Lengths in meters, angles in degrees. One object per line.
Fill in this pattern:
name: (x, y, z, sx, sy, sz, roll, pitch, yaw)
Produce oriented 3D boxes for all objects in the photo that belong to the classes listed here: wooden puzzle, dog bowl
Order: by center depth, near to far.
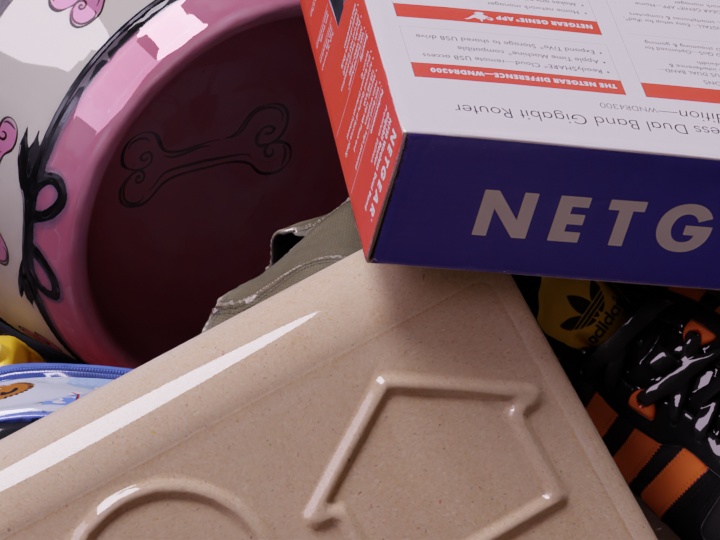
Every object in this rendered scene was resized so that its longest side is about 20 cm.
wooden puzzle: (-0.002, 0.108, 0.708, 0.185, 0.200, 0.046, -28, -9, -18)
dog bowl: (-0.052, -0.040, 0.922, 0.200, 0.200, 0.074, -51, 47, 3)

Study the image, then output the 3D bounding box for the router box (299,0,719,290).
router box: (0.086, -0.070, 0.779, 0.180, 0.199, 0.049, -103, 23, -49)

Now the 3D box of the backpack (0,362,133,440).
backpack: (-0.086, 0.127, 0.788, 0.154, 0.199, 0.191, -116, 41, -70)

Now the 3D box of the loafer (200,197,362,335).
loafer: (0.000, 0.000, 0.847, 0.069, 0.200, 0.075, 6, 104, 16)

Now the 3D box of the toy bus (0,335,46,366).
toy bus: (-0.145, 0.087, 0.916, 0.192, 0.200, 0.136, -16, 48, 31)

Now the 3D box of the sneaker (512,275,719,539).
sneaker: (0.093, 0.036, 0.765, 0.070, 0.090, 0.200, -53, 34, 0)

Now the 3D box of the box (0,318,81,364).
box: (-0.166, -0.010, 1.013, 0.106, 0.200, 0.123, -21, 45, 38)
